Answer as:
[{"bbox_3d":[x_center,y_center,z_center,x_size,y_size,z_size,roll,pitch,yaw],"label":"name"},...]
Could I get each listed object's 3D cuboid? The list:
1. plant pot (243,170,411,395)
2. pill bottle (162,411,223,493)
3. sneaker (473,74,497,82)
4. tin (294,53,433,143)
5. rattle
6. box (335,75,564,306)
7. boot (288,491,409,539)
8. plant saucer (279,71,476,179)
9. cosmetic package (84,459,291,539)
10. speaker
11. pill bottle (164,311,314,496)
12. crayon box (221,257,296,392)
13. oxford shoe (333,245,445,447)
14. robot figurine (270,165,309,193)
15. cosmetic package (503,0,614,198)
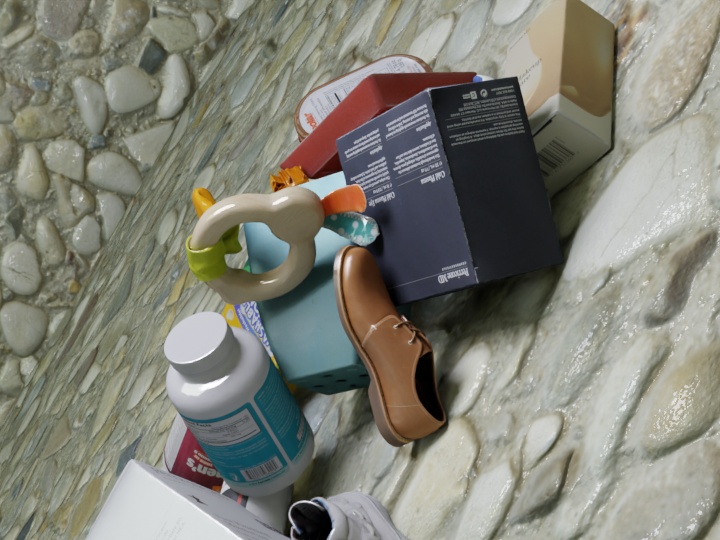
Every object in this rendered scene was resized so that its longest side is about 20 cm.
[{"bbox_3d":[-0.028,0.023,1.409,0.141,0.141,0.201,-15,69,27],"label":"plant pot"},{"bbox_3d":[-0.173,0.205,1.556,0.110,0.109,0.200,-80,11,-47],"label":"pill bottle"},{"bbox_3d":[0.107,-0.139,1.472,0.200,0.088,0.075,-49,23,29],"label":"sneaker"},{"bbox_3d":[0.007,-0.219,1.735,0.199,0.042,0.112,-26,49,-4],"label":"tin"},{"bbox_3d":[-0.077,-0.060,1.342,0.200,0.130,0.143,-33,17,18],"label":"rattle"},{"bbox_3d":[0.081,-0.070,1.274,0.200,0.104,0.183,-17,85,62],"label":"box"},{"bbox_3d":[-0.024,0.234,1.222,0.074,0.095,0.200,-61,19,-7],"label":"boot"},{"bbox_3d":[0.029,-0.174,1.633,0.200,0.199,0.037,-40,69,41],"label":"plant saucer"},{"bbox_3d":[-0.144,0.304,1.206,0.200,0.165,0.165,25,83,40],"label":"cosmetic package"},{"bbox_3d":[-0.126,0.303,1.397,0.081,0.081,0.200,-41,25,41],"label":"speaker"},{"bbox_3d":[-0.130,0.135,1.361,0.110,0.200,0.111,-14,40,13],"label":"pill bottle"},{"bbox_3d":[-0.114,0.079,1.582,0.126,0.051,0.200,55,136,31],"label":"crayon box"},{"bbox_3d":[0.033,0.064,1.265,0.071,0.201,0.071,-24,-5,37],"label":"oxford shoe"},{"bbox_3d":[-0.072,-0.018,1.618,0.145,0.058,0.201,-134,39,-52],"label":"robot figurine"},{"bbox_3d":[0.197,-0.178,1.331,0.105,0.071,0.200,-43,25,39],"label":"cosmetic package"}]
